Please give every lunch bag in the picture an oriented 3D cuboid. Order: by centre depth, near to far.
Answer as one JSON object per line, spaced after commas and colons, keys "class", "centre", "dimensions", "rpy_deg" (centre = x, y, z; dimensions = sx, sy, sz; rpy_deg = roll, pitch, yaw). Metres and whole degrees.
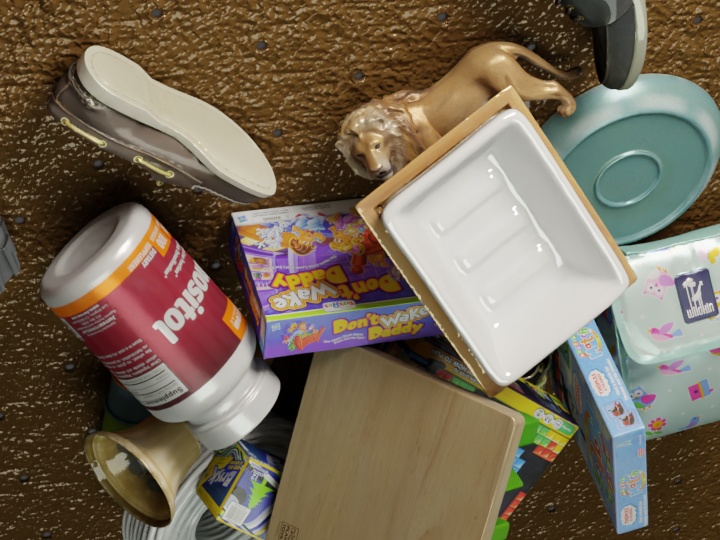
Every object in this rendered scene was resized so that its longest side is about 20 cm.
{"class": "lunch bag", "centre": [0.308, 0.049, 1.695], "dimensions": [0.169, 0.122, 0.201], "rpy_deg": [-14, 129, -5]}

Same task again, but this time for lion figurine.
{"class": "lion figurine", "centre": [0.080, -0.135, 1.467], "dimensions": [0.200, 0.073, 0.123], "rpy_deg": [-42, 122, 2]}

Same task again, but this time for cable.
{"class": "cable", "centre": [-0.131, 0.215, 1.682], "dimensions": [0.199, 0.069, 0.201], "rpy_deg": [-15, 133, -40]}

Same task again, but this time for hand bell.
{"class": "hand bell", "centre": [-0.140, 0.124, 1.583], "dimensions": [0.200, 0.104, 0.104], "rpy_deg": [-43, 148, -33]}

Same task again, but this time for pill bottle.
{"class": "pill bottle", "centre": [-0.160, 0.050, 1.470], "dimensions": [0.113, 0.113, 0.200], "rpy_deg": [-35, 113, 14]}

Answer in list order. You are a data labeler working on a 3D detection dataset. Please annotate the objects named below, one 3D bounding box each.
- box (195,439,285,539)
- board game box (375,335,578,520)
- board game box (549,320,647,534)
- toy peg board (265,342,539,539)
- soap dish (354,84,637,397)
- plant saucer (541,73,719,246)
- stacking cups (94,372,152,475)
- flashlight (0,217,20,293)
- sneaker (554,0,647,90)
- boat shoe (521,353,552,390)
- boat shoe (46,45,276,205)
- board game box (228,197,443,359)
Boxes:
{"class": "box", "centre": [-0.045, 0.222, 1.603], "dimensions": [0.199, 0.070, 0.065], "rpy_deg": [30, 93, -26]}
{"class": "board game box", "centre": [0.072, 0.153, 1.619], "dimensions": [0.199, 0.057, 0.166], "rpy_deg": [29, 103, -28]}
{"class": "board game box", "centre": [0.219, 0.122, 1.671], "dimensions": [0.036, 0.201, 0.152], "rpy_deg": [-16, 137, -5]}
{"class": "toy peg board", "centre": [0.045, 0.176, 1.507], "dimensions": [0.098, 0.198, 0.201], "rpy_deg": [-3, 111, -57]}
{"class": "soap dish", "centre": [0.106, -0.024, 1.421], "dimensions": [0.157, 0.081, 0.200], "rpy_deg": [-38, 110, -6]}
{"class": "plant saucer", "centre": [0.236, -0.088, 1.596], "dimensions": [0.199, 0.028, 0.201], "rpy_deg": [-11, 136, -10]}
{"class": "stacking cups", "centre": [-0.202, 0.110, 1.595], "dimensions": [0.060, 0.061, 0.201], "rpy_deg": [-2, 134, -19]}
{"class": "flashlight", "centre": [-0.321, -0.056, 1.378], "dimensions": [0.067, 0.068, 0.201], "rpy_deg": [-18, 136, -5]}
{"class": "sneaker", "centre": [0.165, -0.225, 1.406], "dimensions": [0.106, 0.075, 0.201], "rpy_deg": [-12, 127, -3]}
{"class": "boat shoe", "centre": [0.148, 0.081, 1.705], "dimensions": [0.072, 0.060, 0.202], "rpy_deg": [-15, 136, -5]}
{"class": "boat shoe", "centre": [-0.153, -0.102, 1.398], "dimensions": [0.200, 0.072, 0.059], "rpy_deg": [30, 124, -36]}
{"class": "board game box", "centre": [0.000, 0.000, 1.511], "dimensions": [0.199, 0.135, 0.045], "rpy_deg": [-7, 135, -15]}
